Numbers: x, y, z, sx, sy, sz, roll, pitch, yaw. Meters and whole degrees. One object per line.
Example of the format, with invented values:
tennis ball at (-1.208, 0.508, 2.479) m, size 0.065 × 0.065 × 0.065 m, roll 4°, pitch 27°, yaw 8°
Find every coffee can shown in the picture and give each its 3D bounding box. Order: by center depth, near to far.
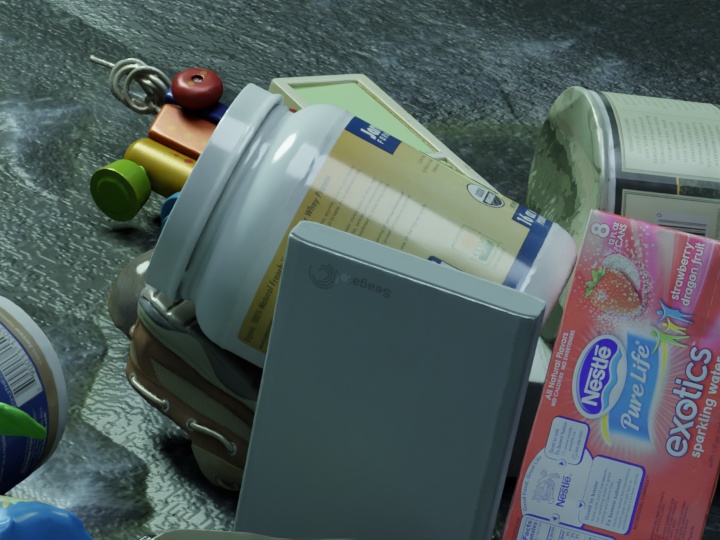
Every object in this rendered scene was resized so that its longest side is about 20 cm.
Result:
coffee can at (0.208, -0.023, 1.664) m, size 0.199 × 0.147 × 0.147 m, roll 6°, pitch 27°, yaw -13°

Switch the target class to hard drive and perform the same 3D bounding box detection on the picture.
hard drive at (0.010, 0.087, 1.458) m, size 0.131 × 0.201 × 0.026 m, roll 19°, pitch 28°, yaw 14°

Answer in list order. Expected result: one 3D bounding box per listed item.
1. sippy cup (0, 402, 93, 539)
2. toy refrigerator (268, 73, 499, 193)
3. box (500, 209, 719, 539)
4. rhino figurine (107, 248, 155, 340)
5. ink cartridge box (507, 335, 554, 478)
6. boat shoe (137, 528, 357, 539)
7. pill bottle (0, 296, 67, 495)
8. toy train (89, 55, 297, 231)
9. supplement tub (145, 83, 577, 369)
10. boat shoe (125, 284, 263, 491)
sippy cup at (-0.183, 0.152, 1.274) m, size 0.130 × 0.179 × 0.139 m, roll -6°, pitch 4°, yaw 35°
toy refrigerator at (0.014, -0.060, 1.897) m, size 0.076 × 0.070 × 0.200 m, roll -5°, pitch 31°, yaw -31°
box at (0.141, 0.082, 1.509) m, size 0.102 × 0.201 × 0.095 m, roll 14°, pitch -8°, yaw 6°
rhino figurine at (-0.059, 0.037, 1.684) m, size 0.199 × 0.060 × 0.087 m, roll 25°, pitch 49°, yaw 24°
ink cartridge box at (0.139, 0.072, 1.689) m, size 0.199 × 0.068 × 0.115 m, roll 7°, pitch 26°, yaw -9°
boat shoe at (-0.031, 0.170, 1.420) m, size 0.200 × 0.063 × 0.074 m, roll 14°, pitch 68°, yaw -25°
pill bottle at (-0.242, 0.090, 1.448) m, size 0.111 × 0.111 × 0.200 m, roll 22°, pitch 28°, yaw 20°
toy train at (-0.133, -0.072, 1.861) m, size 0.199 × 0.085 × 0.116 m, roll 26°, pitch 43°, yaw 26°
supplement tub at (0.000, 0.000, 1.543) m, size 0.199 × 0.145 × 0.144 m, roll 28°, pitch 28°, yaw 2°
boat shoe at (-0.054, 0.085, 1.585) m, size 0.076 × 0.072 × 0.200 m, roll -6°, pitch 40°, yaw -50°
